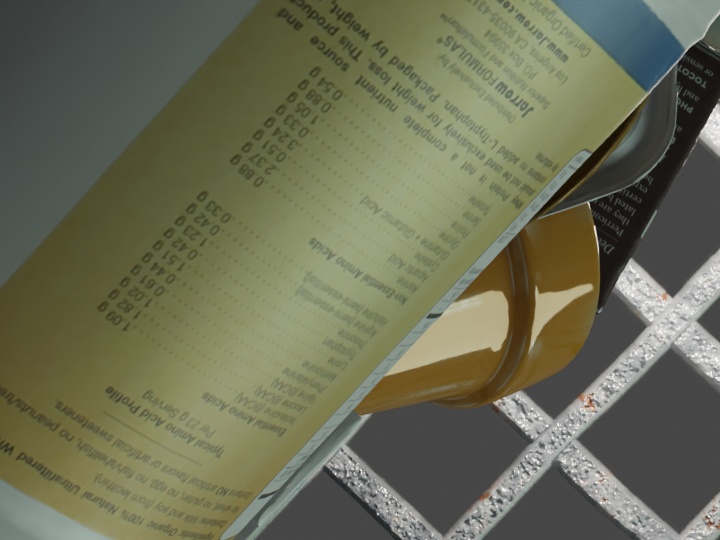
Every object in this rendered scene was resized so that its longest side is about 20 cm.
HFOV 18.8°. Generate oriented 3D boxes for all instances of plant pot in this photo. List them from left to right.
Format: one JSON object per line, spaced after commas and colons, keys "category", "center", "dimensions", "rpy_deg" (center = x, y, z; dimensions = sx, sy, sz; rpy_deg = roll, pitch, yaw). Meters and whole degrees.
{"category": "plant pot", "center": [0.000, 0.000, 1.216], "dimensions": [0.183, 0.200, 0.200], "rpy_deg": [-23, 164, -34]}

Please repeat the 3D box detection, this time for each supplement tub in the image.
{"category": "supplement tub", "center": [-0.047, -0.030, 0.389], "dimensions": [0.200, 0.145, 0.145], "rpy_deg": [-47, 177, 8]}

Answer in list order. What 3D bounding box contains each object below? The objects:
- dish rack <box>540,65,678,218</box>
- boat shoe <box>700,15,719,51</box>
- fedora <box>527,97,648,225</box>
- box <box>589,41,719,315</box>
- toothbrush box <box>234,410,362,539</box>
{"category": "dish rack", "center": [0.081, -0.112, 1.113], "dimensions": [0.171, 0.044, 0.200], "rpy_deg": [-19, -135, 33]}
{"category": "boat shoe", "center": [0.217, -0.200, 1.452], "dimensions": [0.062, 0.200, 0.075], "rpy_deg": [-56, 159, -19]}
{"category": "fedora", "center": [0.047, -0.099, 1.028], "dimensions": [0.200, 0.082, 0.201], "rpy_deg": [-27, -140, 25]}
{"category": "box", "center": [0.121, -0.083, 1.493], "dimensions": [0.200, 0.164, 0.166], "rpy_deg": [-60, -175, -13]}
{"category": "toothbrush box", "center": [-0.107, 0.086, 1.102], "dimensions": [0.086, 0.146, 0.200], "rpy_deg": [-44, 177, -34]}
